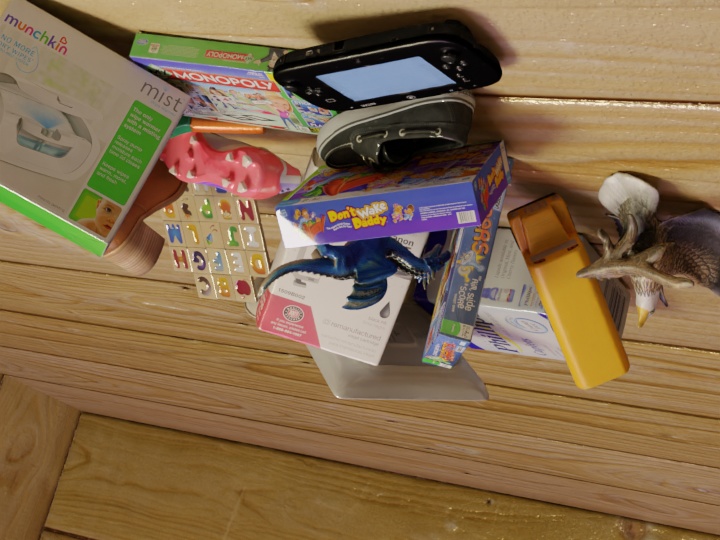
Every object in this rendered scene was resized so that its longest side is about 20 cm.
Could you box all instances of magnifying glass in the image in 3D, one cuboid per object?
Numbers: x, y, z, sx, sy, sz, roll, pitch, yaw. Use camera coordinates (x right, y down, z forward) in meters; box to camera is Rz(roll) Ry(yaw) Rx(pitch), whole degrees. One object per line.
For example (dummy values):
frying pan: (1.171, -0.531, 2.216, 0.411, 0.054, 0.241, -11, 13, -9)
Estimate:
magnifying glass: (-0.200, -0.161, 1.484, 0.200, 0.080, 0.022, 3, 154, 7)

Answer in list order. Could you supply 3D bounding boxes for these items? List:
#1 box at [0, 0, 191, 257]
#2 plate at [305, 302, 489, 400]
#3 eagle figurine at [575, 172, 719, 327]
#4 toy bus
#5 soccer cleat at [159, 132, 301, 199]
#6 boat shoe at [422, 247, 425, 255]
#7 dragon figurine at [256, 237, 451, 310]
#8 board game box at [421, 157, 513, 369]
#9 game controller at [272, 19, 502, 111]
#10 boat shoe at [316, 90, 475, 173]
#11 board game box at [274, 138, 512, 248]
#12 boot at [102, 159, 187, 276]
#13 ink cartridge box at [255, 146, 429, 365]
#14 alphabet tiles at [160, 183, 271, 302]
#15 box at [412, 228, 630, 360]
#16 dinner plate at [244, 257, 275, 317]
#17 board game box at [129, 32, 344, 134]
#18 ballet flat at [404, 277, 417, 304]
box: (-0.299, -0.140, 1.381, 0.200, 0.177, 0.097, 30, 167, -9)
plate: (0.032, 0.085, 1.632, 0.200, 0.032, 0.200, 4, -152, -25)
eagle figurine: (0.311, -0.013, 1.433, 0.200, 0.151, 0.152, -9, -127, -48)
toy bus: (0.221, 0.021, 1.480, 0.065, 0.078, 0.200, -22, 113, 7)
soccer cleat: (-0.149, -0.120, 1.523, 0.076, 0.067, 0.200, 5, -168, -43)
boat shoe: (-0.008, -0.016, 1.766, 0.200, 0.075, 0.062, -13, 172, 34)
dragon figurine: (0.000, 0.000, 1.412, 0.099, 0.200, 0.059, 53, 147, 17)
board game box: (0.110, -0.008, 1.448, 0.034, 0.200, 0.135, 15, 165, -1)
game controller: (0.023, -0.175, 1.222, 0.200, 0.042, 0.104, -5, 153, 35)
boat shoe: (0.028, -0.126, 1.334, 0.069, 0.057, 0.200, 19, 156, -38)
board game box: (0.034, -0.075, 1.356, 0.200, 0.045, 0.134, -7, -161, 21)
boot: (-0.277, -0.108, 1.546, 0.077, 0.200, 0.155, -16, 137, 37)
ink cartridge box: (-0.015, -0.017, 1.522, 0.146, 0.200, 0.083, 18, -161, -7)
alphabet tiles: (-0.178, -0.058, 1.648, 0.166, 0.200, 0.006, 4, -157, 40)
box: (0.196, 0.030, 1.670, 0.200, 0.105, 0.184, 6, 161, 32)
dinner plate: (-0.055, -0.009, 1.673, 0.200, 0.200, 0.024, -2, 126, 47)
board game box: (-0.113, -0.184, 1.385, 0.200, 0.029, 0.135, 10, 164, 21)
ballet flat: (0.072, 0.028, 1.796, 0.069, 0.070, 0.200, 17, 178, -4)
